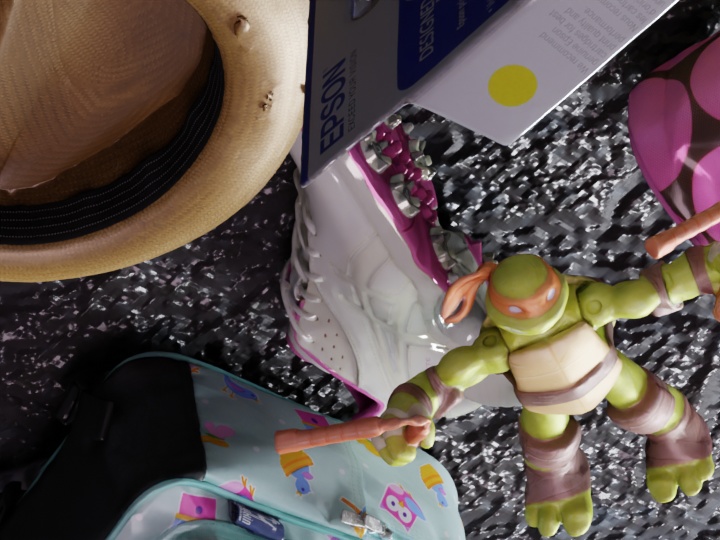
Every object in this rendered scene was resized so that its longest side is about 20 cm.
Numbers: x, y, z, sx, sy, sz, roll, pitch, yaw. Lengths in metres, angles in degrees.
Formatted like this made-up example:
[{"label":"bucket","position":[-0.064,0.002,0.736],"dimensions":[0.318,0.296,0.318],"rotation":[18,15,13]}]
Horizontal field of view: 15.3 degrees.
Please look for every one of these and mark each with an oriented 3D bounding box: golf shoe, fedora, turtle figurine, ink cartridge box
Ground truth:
[{"label":"golf shoe","position":[0.000,0.000,1.056],"dimensions":[0.091,0.076,0.200],"rotation":[-20,134,13]},{"label":"fedora","position":[-0.111,-0.082,0.937],"dimensions":[0.199,0.082,0.201],"rotation":[-5,139,-4]},{"label":"turtle figurine","position":[0.069,0.041,1.029],"dimensions":[0.199,0.065,0.162],"rotation":[-29,142,1]},{"label":"ink cartridge box","position":[0.065,-0.129,0.848],"dimensions":[0.047,0.198,0.200],"rotation":[36,119,-23]}]

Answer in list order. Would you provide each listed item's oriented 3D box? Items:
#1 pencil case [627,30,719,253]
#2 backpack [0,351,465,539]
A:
[{"label":"pencil case","position":[0.202,-0.077,1.011],"dimensions":[0.199,0.091,0.094],"rotation":[-31,98,21]},{"label":"backpack","position":[-0.047,0.146,1.140],"dimensions":[0.199,0.154,0.176],"rotation":[16,125,-34]}]
